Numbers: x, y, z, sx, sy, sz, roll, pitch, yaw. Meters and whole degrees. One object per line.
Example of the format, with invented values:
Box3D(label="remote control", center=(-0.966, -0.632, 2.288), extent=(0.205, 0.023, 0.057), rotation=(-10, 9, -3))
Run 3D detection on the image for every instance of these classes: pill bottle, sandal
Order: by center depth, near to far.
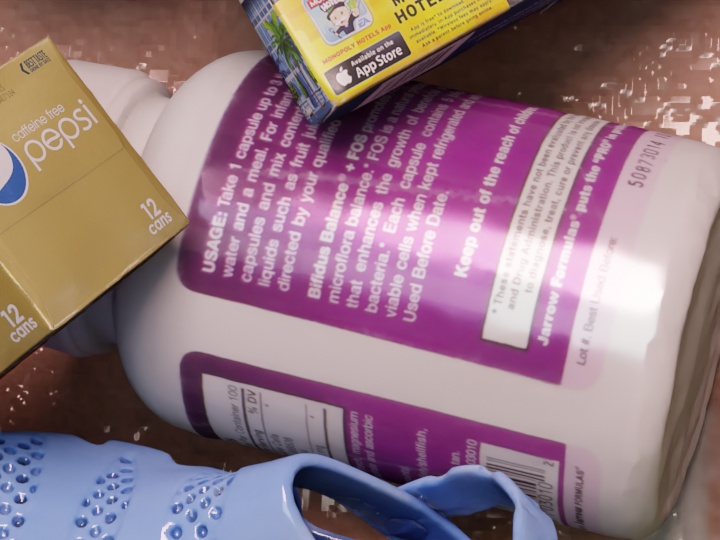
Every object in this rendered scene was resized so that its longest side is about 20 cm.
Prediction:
Box3D(label="sandal", center=(-0.026, 0.075, 0.707), extent=(0.199, 0.087, 0.080), rotation=(12, 49, -5))
Box3D(label="pill bottle", center=(0.000, 0.000, 0.756), extent=(0.199, 0.112, 0.113), rotation=(13, 84, 14))

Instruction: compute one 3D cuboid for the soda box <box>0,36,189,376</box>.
Box3D(label="soda box", center=(-0.139, 0.022, 0.733), extent=(0.200, 0.068, 0.064), rotation=(-35, 94, 39))

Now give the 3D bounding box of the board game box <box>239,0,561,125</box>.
Box3D(label="board game box", center=(0.012, -0.166, 0.741), extent=(0.199, 0.062, 0.201), rotation=(-30, 88, -23))
